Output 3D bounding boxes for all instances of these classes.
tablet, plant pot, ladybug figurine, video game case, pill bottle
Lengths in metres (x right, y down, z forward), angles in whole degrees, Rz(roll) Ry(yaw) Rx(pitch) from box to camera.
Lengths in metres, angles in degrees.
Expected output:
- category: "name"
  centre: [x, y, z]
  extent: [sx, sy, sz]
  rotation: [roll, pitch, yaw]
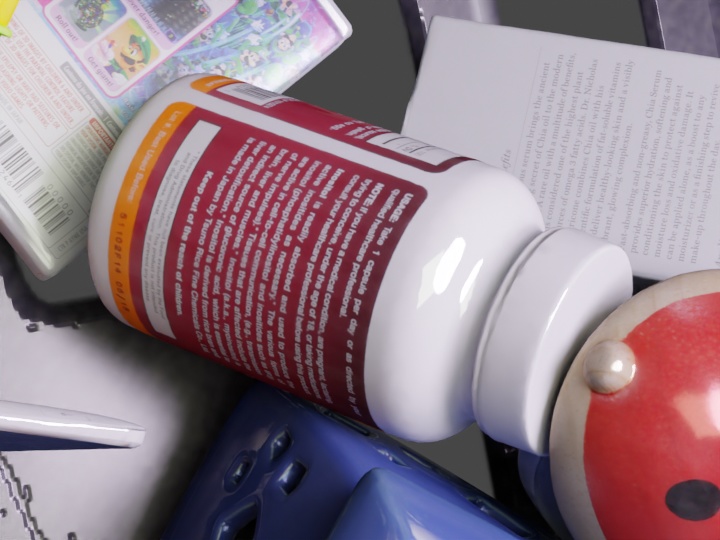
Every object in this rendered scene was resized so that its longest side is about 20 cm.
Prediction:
- category: "tablet"
  centre: [-0.194, 0.050, 0.757]
  extent: [0.199, 0.130, 0.014]
  rotation: [12, 79, -34]
- category: "plant pot"
  centre: [0.015, 0.180, 0.807]
  extent: [0.200, 0.180, 0.201]
  rotation: [31, 84, -17]
- category: "ladybug figurine"
  centre: [0.151, 0.074, 0.799]
  extent: [0.200, 0.072, 0.136]
  rotation: [27, 93, -44]
- category: "video game case"
  centre: [-0.128, -0.128, 0.881]
  extent: [0.182, 0.024, 0.200]
  rotation: [-41, 98, -21]
- category: "pill bottle"
  centre: [0.000, 0.000, 0.817]
  extent: [0.199, 0.113, 0.113]
  rotation: [21, 72, 27]

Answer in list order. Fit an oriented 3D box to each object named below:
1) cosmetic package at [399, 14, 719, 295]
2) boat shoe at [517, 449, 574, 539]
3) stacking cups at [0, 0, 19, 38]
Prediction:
- category: "cosmetic package"
  centre: [0.119, -0.039, 0.890]
  extent: [0.199, 0.071, 0.102]
  rotation: [11, 79, 15]
- category: "boat shoe"
  centre: [0.132, 0.085, 0.892]
  extent: [0.199, 0.068, 0.074]
  rotation: [14, 110, -38]
- category: "stacking cups"
  centre: [-0.188, -0.053, 0.818]
  extent: [0.060, 0.060, 0.201]
  rotation: [24, 94, -18]
